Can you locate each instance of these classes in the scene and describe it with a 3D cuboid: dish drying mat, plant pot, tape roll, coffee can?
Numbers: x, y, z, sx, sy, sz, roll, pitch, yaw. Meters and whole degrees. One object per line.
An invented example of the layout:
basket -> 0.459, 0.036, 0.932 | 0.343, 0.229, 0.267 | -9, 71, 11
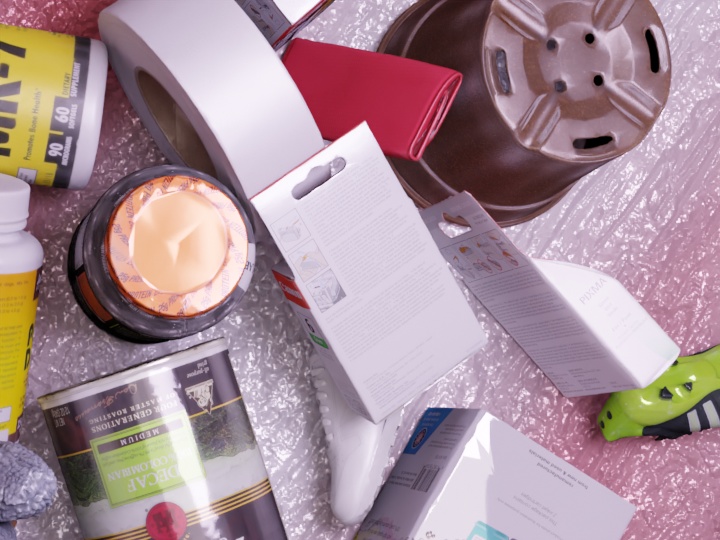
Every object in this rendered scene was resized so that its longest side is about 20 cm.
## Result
dish drying mat -> -0.005, -0.130, 1.391 | 0.018, 0.200, 0.077 | 30, 83, -38
plant pot -> 0.128, -0.143, 1.411 | 0.200, 0.198, 0.201 | 2, 84, -17
tape roll -> -0.107, -0.122, 1.355 | 0.071, 0.202, 0.203 | -35, 94, -14
coffee can -> -0.137, 0.165, 1.355 | 0.146, 0.146, 0.200 | -18, 90, -14

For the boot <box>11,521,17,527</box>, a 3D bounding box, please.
boot -> -0.331, 0.187, 1.342 | 0.200, 0.107, 0.075 | -42, 138, -37

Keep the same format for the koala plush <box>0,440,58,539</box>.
koala plush -> -0.219, 0.252, 1.250 | 0.200, 0.178, 0.184 | 23, 44, 23

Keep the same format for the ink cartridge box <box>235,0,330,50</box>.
ink cartridge box -> -0.033, -0.246, 1.382 | 0.176, 0.200, 0.084 | -42, 96, -12

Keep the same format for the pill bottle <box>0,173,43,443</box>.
pill bottle -> -0.287, 0.032, 1.322 | 0.109, 0.109, 0.200 | 7, 103, -13

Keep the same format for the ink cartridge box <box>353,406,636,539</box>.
ink cartridge box -> 0.080, 0.226, 1.403 | 0.146, 0.147, 0.200 | 33, 80, -10

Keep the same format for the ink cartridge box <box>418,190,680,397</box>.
ink cartridge box -> 0.137, 0.010, 1.425 | 0.050, 0.161, 0.200 | -42, 96, -15

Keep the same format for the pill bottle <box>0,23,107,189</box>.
pill bottle -> -0.292, -0.128, 1.356 | 0.200, 0.114, 0.115 | 7, 84, -13

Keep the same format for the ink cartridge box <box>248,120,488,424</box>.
ink cartridge box -> 0.000, 0.000, 1.351 | 0.109, 0.050, 0.200 | -35, 111, -14

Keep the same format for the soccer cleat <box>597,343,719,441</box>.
soccer cleat -> 0.279, 0.102, 1.506 | 0.200, 0.081, 0.068 | -2, 55, -33

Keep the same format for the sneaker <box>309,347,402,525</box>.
sneaker -> -0.005, 0.097, 1.437 | 0.080, 0.076, 0.200 | 12, 76, -5

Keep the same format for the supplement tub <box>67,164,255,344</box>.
supplement tub -> -0.145, -0.010, 1.338 | 0.122, 0.200, 0.123 | 1, 86, -14
